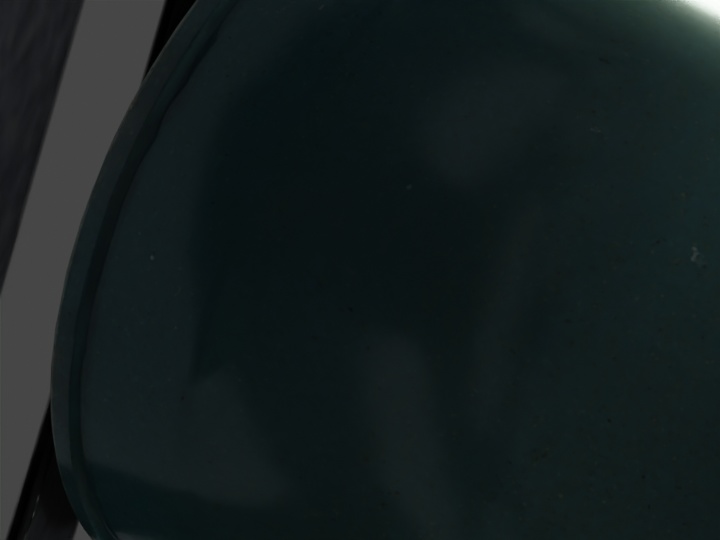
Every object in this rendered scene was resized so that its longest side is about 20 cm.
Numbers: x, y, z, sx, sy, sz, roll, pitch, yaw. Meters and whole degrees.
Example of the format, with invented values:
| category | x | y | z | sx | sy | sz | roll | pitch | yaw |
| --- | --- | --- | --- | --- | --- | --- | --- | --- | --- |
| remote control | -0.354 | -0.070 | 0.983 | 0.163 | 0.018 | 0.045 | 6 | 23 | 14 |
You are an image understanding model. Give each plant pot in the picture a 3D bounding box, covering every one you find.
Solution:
| category | x | y | z | sx | sy | sz | roll | pitch | yaw |
| --- | --- | --- | --- | --- | --- | --- | --- | --- | --- |
| plant pot | 0.065 | 0.025 | 0.530 | 0.200 | 0.188 | 0.201 | -39 | 144 | -36 |
